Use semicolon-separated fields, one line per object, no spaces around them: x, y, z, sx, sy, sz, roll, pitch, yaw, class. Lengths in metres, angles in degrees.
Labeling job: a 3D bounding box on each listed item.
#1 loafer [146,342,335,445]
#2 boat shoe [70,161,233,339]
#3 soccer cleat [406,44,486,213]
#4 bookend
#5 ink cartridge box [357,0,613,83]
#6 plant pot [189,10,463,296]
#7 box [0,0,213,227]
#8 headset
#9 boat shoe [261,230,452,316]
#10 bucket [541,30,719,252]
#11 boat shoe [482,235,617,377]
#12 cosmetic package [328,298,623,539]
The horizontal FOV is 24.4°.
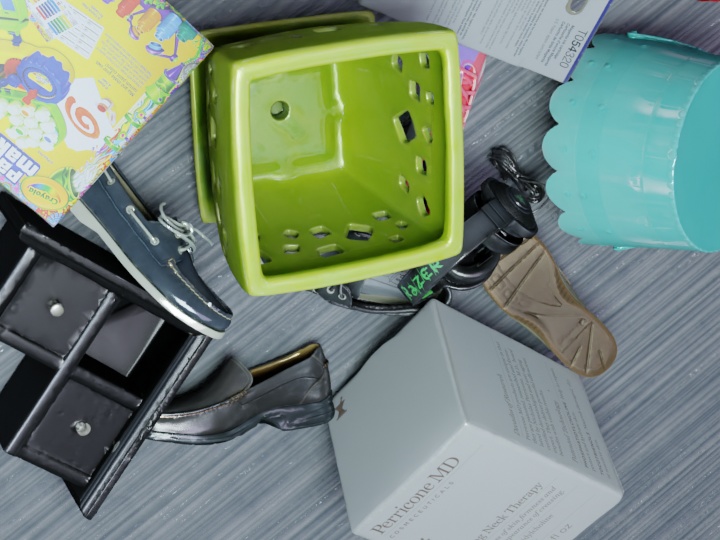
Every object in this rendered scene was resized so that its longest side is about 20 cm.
-0.117;0.111;1.512;0.200;0.073;0.072;-9;105;-33;loafer
-0.173;-0.027;1.383;0.062;0.075;0.200;-46;80;2;boat shoe
0.074;-0.135;1.497;0.067;0.076;0.200;16;102;-29;soccer cleat
-0.264;0.073;1.407;0.200;0.092;0.199;33;94;-31;bookend
0.123;-0.273;1.400;0.200;0.043;0.196;19;132;-9;ink cartridge box
-0.041;-0.113;1.390;0.199;0.181;0.200;-11;114;-21;plant pot
-0.262;-0.179;1.293;0.193;0.122;0.200;-48;122;-2;box
0.101;-0.043;1.500;0.094;0.124;0.200;51;47;7;headset
-0.001;0.002;1.521;0.199;0.066;0.075;21;99;-30;boat shoe
0.278;-0.113;1.531;0.207;0.135;0.207;-18;114;-46;bucket
0.169;0.020;1.612;0.072;0.065;0.200;-43;103;2;boat shoe
0.102;0.166;1.549;0.200;0.166;0.167;26;121;-31;cosmetic package
